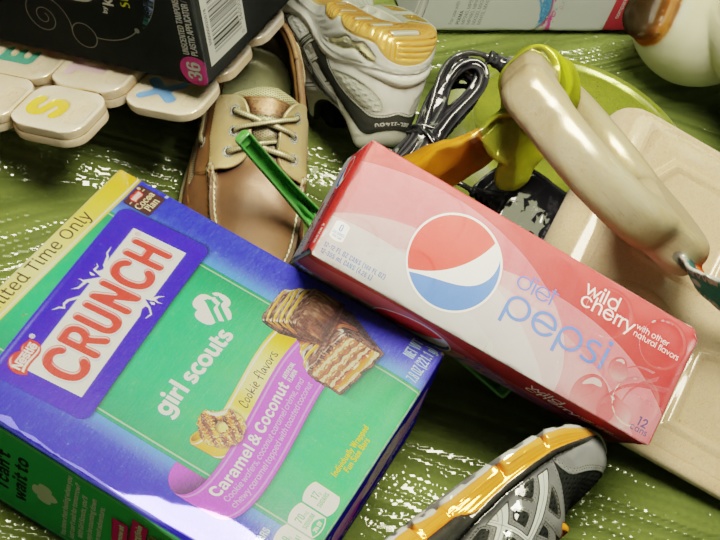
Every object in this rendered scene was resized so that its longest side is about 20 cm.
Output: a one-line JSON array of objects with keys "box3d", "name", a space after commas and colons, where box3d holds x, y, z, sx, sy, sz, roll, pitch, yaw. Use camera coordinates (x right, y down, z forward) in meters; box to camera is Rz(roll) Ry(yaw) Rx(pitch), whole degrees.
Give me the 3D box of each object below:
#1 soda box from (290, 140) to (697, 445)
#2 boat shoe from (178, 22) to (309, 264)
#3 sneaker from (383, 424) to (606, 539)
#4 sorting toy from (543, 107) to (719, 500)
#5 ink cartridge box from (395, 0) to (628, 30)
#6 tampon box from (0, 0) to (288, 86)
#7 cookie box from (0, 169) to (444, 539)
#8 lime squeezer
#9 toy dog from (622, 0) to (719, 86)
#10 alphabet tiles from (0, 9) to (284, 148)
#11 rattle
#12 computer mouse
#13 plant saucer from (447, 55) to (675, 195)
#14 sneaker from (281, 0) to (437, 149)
[{"box3d": [0.069, 0.015, 0.751, 0.200, 0.063, 0.070, 29, 79, -8], "name": "soda box"}, {"box3d": [-0.065, -0.075, 0.854, 0.076, 0.074, 0.200, 6, 48, -14], "name": "boat shoe"}, {"box3d": [0.057, 0.143, 0.708, 0.200, 0.078, 0.077, -32, 79, -34], "name": "sneaker"}, {"box3d": [0.195, 0.026, 0.835, 0.200, 0.036, 0.185, 28, 72, 3], "name": "sorting toy"}, {"box3d": [0.117, -0.252, 1.070, 0.200, 0.083, 0.146, -4, 51, -23], "name": "ink cartridge box"}, {"box3d": [-0.149, -0.216, 0.833, 0.200, 0.150, 0.126, 14, 45, 24], "name": "tampon box"}, {"box3d": [-0.087, 0.064, 0.720, 0.200, 0.075, 0.171, 29, 48, 9], "name": "cookie box"}, {"box3d": [0.000, 0.000, 0.808, 0.200, 0.038, 0.071, 45, 10, -6], "name": "lime squeezer"}, {"box3d": [0.280, -0.150, 1.000, 0.200, 0.194, 0.139, 38, 24, 32], "name": "toy dog"}, {"box3d": [-0.155, -0.142, 0.876, 0.195, 0.015, 0.200, 13, 45, 23], "name": "alphabet tiles"}, {"box3d": [0.117, -0.011, 0.787, 0.143, 0.130, 0.200, -42, 101, 1], "name": "rattle"}, {"box3d": [0.110, -0.043, 0.877, 0.200, 0.046, 0.141, 27, 71, -3], "name": "computer mouse"}, {"box3d": [0.138, -0.079, 0.959, 0.200, 0.031, 0.200, 10, 47, -11], "name": "plant saucer"}, {"box3d": [-0.021, -0.139, 0.932, 0.076, 0.088, 0.200, -1, 26, -22], "name": "sneaker"}]
